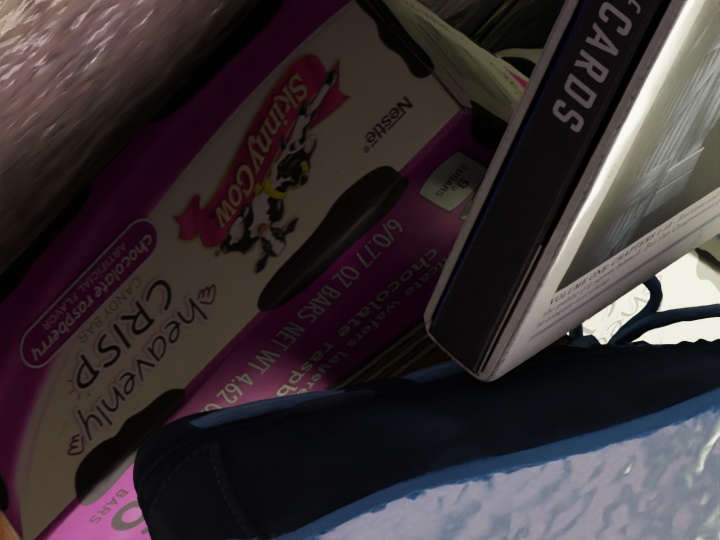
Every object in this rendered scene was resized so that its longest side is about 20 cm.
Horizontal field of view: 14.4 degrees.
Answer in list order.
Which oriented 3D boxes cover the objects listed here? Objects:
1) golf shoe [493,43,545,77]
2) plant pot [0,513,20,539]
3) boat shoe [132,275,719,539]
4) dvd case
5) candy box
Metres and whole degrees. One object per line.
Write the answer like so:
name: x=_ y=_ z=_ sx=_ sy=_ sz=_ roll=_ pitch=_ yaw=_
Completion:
golf shoe: x=0.000 y=0.000 z=0.841 sx=0.200 sy=0.078 sz=0.094 roll=-45 pitch=154 yaw=16
plant pot: x=-0.016 y=0.031 z=0.758 sx=0.199 sy=0.028 sz=0.200 roll=-26 pitch=149 yaw=-18
boat shoe: x=0.044 y=0.035 z=0.617 sx=0.199 sy=0.069 sz=0.084 roll=1 pitch=118 yaw=-40
dvd case: x=0.095 y=-0.079 z=0.562 sx=0.150 sy=0.025 sz=0.200 roll=-30 pitch=154 yaw=-43
candy box: x=0.010 y=0.019 z=0.680 sx=0.136 sy=0.061 sz=0.200 roll=-45 pitch=149 yaw=13
